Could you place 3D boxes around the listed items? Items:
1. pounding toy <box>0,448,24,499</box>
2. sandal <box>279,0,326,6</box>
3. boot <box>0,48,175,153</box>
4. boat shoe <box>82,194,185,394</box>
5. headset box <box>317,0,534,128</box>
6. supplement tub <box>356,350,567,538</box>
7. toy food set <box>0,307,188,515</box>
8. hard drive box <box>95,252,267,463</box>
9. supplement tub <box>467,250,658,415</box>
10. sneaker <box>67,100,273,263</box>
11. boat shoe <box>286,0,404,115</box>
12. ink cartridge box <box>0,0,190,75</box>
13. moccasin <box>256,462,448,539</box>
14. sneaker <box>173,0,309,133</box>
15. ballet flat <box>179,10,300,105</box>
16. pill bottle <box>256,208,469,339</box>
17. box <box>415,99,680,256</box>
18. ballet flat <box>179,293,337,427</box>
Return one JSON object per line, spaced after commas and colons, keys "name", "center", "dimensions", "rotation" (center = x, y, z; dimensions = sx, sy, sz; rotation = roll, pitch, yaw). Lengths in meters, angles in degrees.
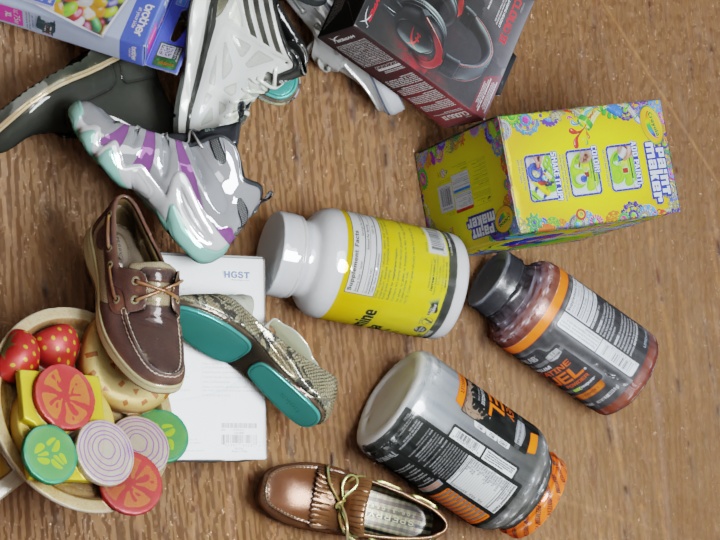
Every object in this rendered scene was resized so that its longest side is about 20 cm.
{"name": "pounding toy", "center": [-0.395, 0.143, 1.551], "dimensions": [0.200, 0.142, 0.184], "rotation": [-37, 98, -23]}
{"name": "sandal", "center": [-0.117, -0.315, 1.765], "dimensions": [0.200, 0.048, 0.075], "rotation": [32, 34, 14]}
{"name": "boot", "center": [-0.262, -0.134, 1.690], "dimensions": [0.200, 0.077, 0.139], "rotation": [-36, 102, -22]}
{"name": "boat shoe", "center": [-0.198, 0.017, 1.571], "dimensions": [0.072, 0.072, 0.201], "rotation": [5, 48, -33]}
{"name": "headset box", "center": [0.076, -0.250, 1.767], "dimensions": [0.200, 0.075, 0.149], "rotation": [33, 71, -27]}
{"name": "supplement tub", "center": [0.106, 0.182, 1.773], "dimensions": [0.200, 0.122, 0.123], "rotation": [35, 70, -16]}
{"name": "toy food set", "center": [-0.241, 0.124, 1.555], "dimensions": [0.199, 0.049, 0.199], "rotation": [8, 63, -42]}
{"name": "hard drive box", "center": [-0.175, 0.087, 1.690], "dimensions": [0.155, 0.077, 0.201], "rotation": [3, 82, -23]}
{"name": "supplement tub", "center": [0.212, 0.061, 1.846], "dimensions": [0.200, 0.107, 0.107], "rotation": [34, 71, -14]}
{"name": "sneaker", "center": [-0.168, -0.119, 1.644], "dimensions": [0.140, 0.078, 0.200], "rotation": [-45, 99, 0]}
{"name": "boat shoe", "center": [-0.027, -0.240, 1.814], "dimensions": [0.065, 0.074, 0.200], "rotation": [-33, 89, 6]}
{"name": "ink cartridge box", "center": [-0.253, -0.271, 1.681], "dimensions": [0.199, 0.042, 0.120], "rotation": [19, 60, 0]}
{"name": "moccasin", "center": [-0.008, 0.238, 1.739], "dimensions": [0.201, 0.078, 0.074], "rotation": [22, 74, -19]}
{"name": "sneaker", "center": [-0.113, -0.172, 1.681], "dimensions": [0.115, 0.076, 0.201], "rotation": [11, 107, 14]}
{"name": "ballet flat", "center": [-0.134, -0.243, 1.756], "dimensions": [0.072, 0.072, 0.200], "rotation": [-41, 87, -23]}
{"name": "pill bottle", "center": [0.000, 0.000, 1.759], "dimensions": [0.199, 0.112, 0.113], "rotation": [11, 78, -21]}
{"name": "box", "center": [0.191, -0.093, 1.807], "dimensions": [0.192, 0.200, 0.123], "rotation": [-8, 86, -23]}
{"name": "ballet flat", "center": [-0.100, 0.069, 1.656], "dimensions": [0.200, 0.068, 0.075], "rotation": [39, 47, -20]}
